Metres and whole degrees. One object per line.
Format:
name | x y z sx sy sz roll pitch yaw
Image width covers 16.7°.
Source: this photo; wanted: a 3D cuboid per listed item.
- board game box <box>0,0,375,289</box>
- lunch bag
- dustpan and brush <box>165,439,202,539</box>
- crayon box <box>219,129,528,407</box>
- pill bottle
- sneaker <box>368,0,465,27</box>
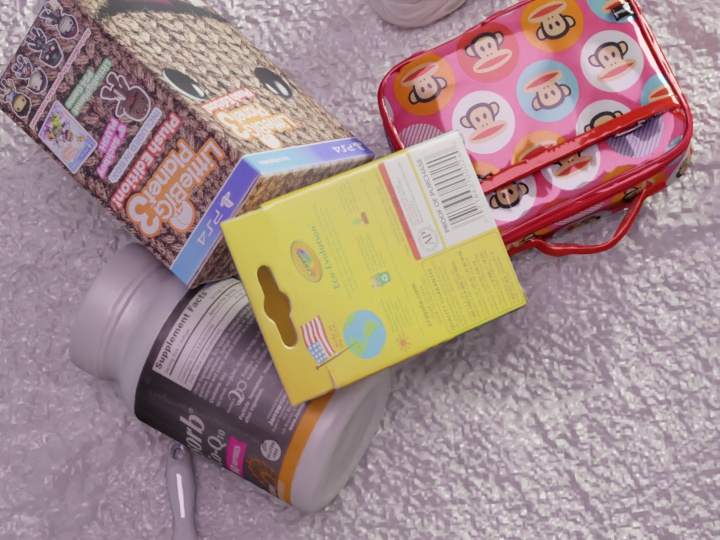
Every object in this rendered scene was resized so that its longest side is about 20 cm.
board game box | -0.119 -0.097 1.657 0.200 0.159 0.097 42 114 16
lunch bag | 0.125 -0.090 1.684 0.199 0.082 0.177 -25 75 0
dustpan and brush | -0.115 0.209 1.637 0.138 0.057 0.202 -8 79 3
crayon box | 0.000 0.000 1.567 0.199 0.051 0.128 -21 90 -35
pill bottle | -0.088 0.067 1.638 0.199 0.116 0.117 27 78 15
sneaker | 0.091 -0.248 1.722 0.199 0.099 0.078 -34 72 -4
